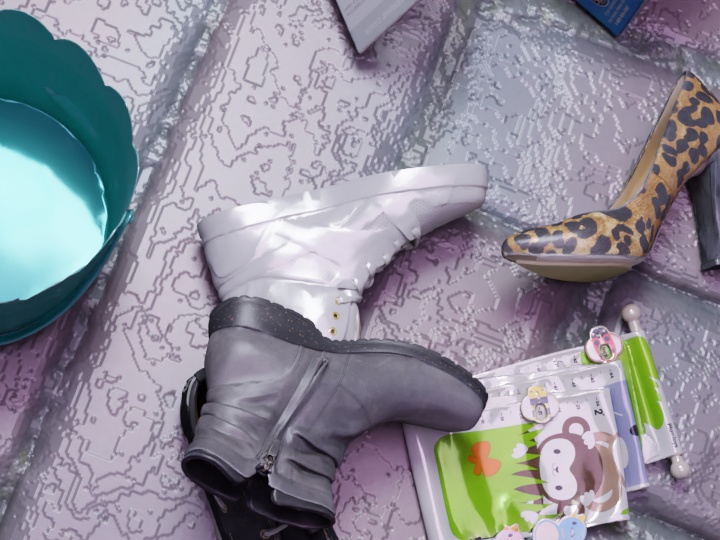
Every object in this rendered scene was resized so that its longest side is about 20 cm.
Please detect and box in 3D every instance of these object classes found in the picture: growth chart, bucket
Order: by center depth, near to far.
[{"bbox_3d":[-0.245,-0.054,1.198,0.206,0.135,0.208,2,73,-8],"label":"bucket"},{"bbox_3d":[0.125,0.120,1.271,0.199,0.018,0.145,-19,77,-12],"label":"growth chart"}]

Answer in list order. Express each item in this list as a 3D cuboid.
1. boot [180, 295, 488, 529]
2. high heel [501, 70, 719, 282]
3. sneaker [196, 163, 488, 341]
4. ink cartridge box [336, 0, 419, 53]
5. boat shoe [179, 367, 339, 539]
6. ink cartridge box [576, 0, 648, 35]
[{"bbox_3d":[-0.016,0.106,1.182,0.199,0.070,0.132,16,55,-16],"label":"boot"},{"bbox_3d":[0.174,-0.068,1.300,0.199,0.071,0.143,-3,80,-27],"label":"high heel"},{"bbox_3d":[0.000,0.000,1.261,0.199,0.074,0.116,-14,78,-3],"label":"sneaker"},{"bbox_3d":[0.031,-0.272,1.276,0.043,0.200,0.174,-15,76,-40],"label":"ink cartridge box"},{"bbox_3d":[-0.060,0.153,1.206,0.072,0.068,0.200,-24,81,-17],"label":"boat shoe"},{"bbox_3d":[0.168,-0.304,1.332,0.200,0.147,0.145,41,72,4],"label":"ink cartridge box"}]
